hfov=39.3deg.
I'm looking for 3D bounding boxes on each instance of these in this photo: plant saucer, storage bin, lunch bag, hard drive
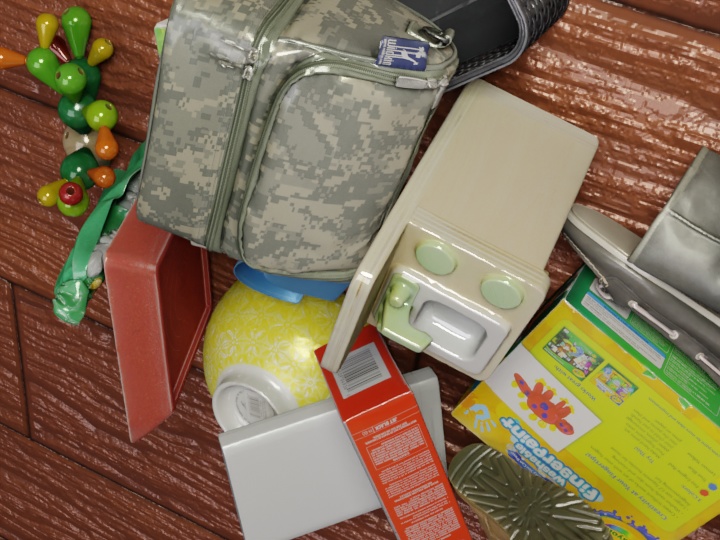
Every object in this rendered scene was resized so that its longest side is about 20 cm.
[{"bbox_3d":[-0.170,0.017,0.901,0.037,0.200,0.200,5,125,5],"label":"plant saucer"},{"bbox_3d":[0.027,-0.192,0.707,0.199,0.094,0.136,-18,108,37],"label":"storage bin"},{"bbox_3d":[-0.041,-0.099,0.663,0.167,0.140,0.200,22,129,0],"label":"lunch bag"},{"bbox_3d":[-0.020,0.173,0.917,0.027,0.199,0.132,-126,24,-55],"label":"hard drive"}]

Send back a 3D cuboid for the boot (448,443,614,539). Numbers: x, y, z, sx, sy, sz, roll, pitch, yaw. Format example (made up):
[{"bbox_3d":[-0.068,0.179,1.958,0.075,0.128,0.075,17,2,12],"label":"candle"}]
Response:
[{"bbox_3d":[0.164,0.242,0.847,0.175,0.066,0.200,42,167,44],"label":"boot"}]

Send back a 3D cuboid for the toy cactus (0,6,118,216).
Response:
[{"bbox_3d":[-0.257,-0.128,0.900,0.165,0.102,0.201,105,150,-70],"label":"toy cactus"}]

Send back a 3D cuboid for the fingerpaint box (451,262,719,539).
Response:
[{"bbox_3d":[0.202,0.117,0.808,0.200,0.073,0.167,39,131,4],"label":"fingerpaint box"}]

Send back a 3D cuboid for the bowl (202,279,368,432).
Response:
[{"bbox_3d":[-0.077,0.108,0.951,0.199,0.108,0.201,15,125,23],"label":"bowl"}]

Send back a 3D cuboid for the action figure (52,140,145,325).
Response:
[{"bbox_3d":[-0.224,-0.029,0.891,0.055,0.200,0.118,31,135,-14],"label":"action figure"}]

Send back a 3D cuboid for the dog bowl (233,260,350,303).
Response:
[{"bbox_3d":[0.000,0.000,0.817,0.199,0.050,0.111,15,161,-10],"label":"dog bowl"}]

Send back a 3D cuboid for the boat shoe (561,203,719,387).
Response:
[{"bbox_3d":[0.221,0.028,0.741,0.200,0.067,0.057,35,116,4],"label":"boat shoe"}]

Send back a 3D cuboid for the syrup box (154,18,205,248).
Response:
[{"bbox_3d":[-0.102,-0.115,0.842,0.078,0.081,0.201,13,124,27],"label":"syrup box"}]

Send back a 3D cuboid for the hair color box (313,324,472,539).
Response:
[{"bbox_3d":[0.031,0.154,0.848,0.061,0.102,0.201,-24,125,-3],"label":"hair color box"}]

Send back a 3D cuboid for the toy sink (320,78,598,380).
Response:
[{"bbox_3d":[0.073,-0.009,0.701,0.112,0.200,0.131,27,145,5],"label":"toy sink"}]

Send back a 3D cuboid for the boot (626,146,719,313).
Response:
[{"bbox_3d":[0.270,0.036,0.667,0.200,0.182,0.073,31,163,2],"label":"boot"}]
